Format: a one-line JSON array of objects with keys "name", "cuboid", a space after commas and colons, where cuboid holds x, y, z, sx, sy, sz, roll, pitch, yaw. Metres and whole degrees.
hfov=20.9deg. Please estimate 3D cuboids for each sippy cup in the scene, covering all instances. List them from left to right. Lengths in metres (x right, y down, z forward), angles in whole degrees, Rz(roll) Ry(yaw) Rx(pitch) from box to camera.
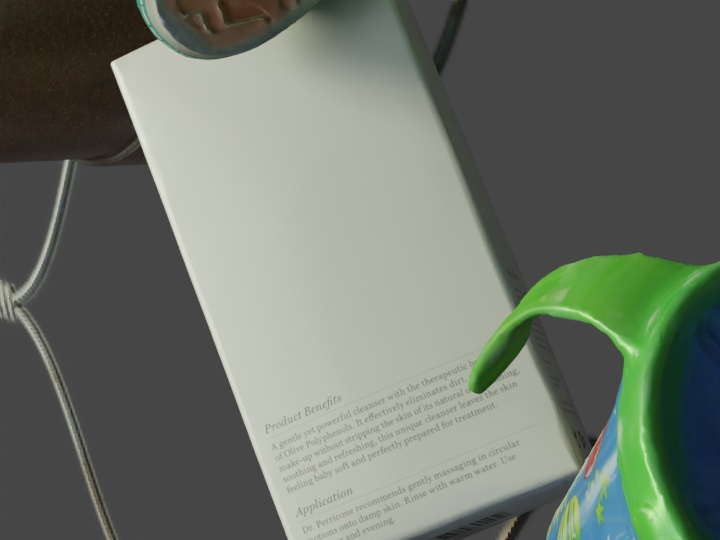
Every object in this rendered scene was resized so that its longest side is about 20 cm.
[{"name": "sippy cup", "cuboid": [0.118, 0.080, 0.579, 0.130, 0.139, 0.178, 123, 134, -56]}]

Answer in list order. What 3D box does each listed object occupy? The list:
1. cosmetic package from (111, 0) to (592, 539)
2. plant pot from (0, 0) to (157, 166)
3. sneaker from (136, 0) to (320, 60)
[{"name": "cosmetic package", "cuboid": [0.000, 0.000, 0.700, 0.107, 0.085, 0.200, -22, 77, 8]}, {"name": "plant pot", "cuboid": [-0.164, -0.125, 0.819, 0.200, 0.198, 0.201, 20, 116, 48]}, {"name": "sneaker", "cuboid": [-0.028, -0.156, 0.687, 0.080, 0.071, 0.200, -6, 53, 58]}]
